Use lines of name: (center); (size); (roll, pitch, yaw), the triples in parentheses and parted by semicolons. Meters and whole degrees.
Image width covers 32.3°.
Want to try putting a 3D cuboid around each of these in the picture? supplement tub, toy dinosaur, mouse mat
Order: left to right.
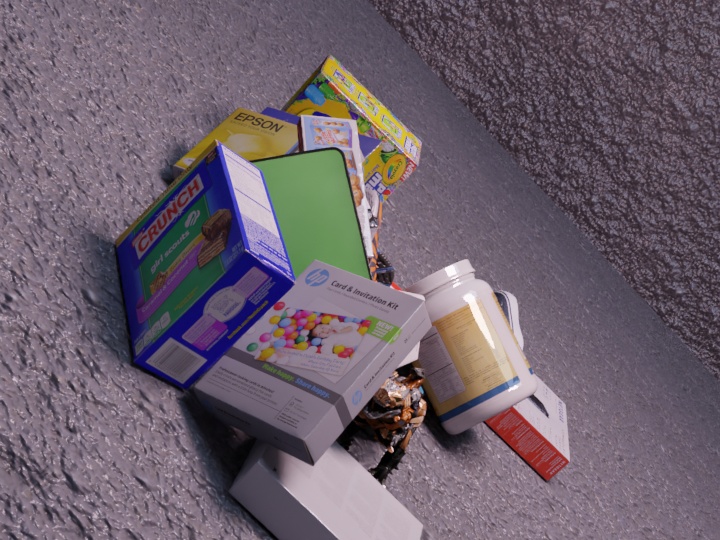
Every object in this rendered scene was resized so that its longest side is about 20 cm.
mouse mat: (-0.076, -0.038, 1.369); (0.008, 0.158, 0.203); (97, -18, -65)
toy dinosaur: (0.034, 0.167, 1.365); (0.102, 0.136, 0.200); (40, 1, 36)
supplement tub: (0.137, 0.103, 1.678); (0.202, 0.143, 0.144); (64, 21, 7)

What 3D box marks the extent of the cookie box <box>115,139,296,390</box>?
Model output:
cookie box: (-0.165, -0.010, 1.279); (0.075, 0.171, 0.201); (35, 21, -35)

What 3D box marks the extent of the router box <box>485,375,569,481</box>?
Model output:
router box: (0.241, 0.203, 1.905); (0.179, 0.049, 0.200); (43, 19, -9)

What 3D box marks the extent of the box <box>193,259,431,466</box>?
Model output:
box: (-0.046, 0.086, 1.240); (0.154, 0.200, 0.042); (20, -38, 37)

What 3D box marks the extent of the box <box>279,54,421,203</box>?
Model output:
box: (-0.046, -0.164, 1.799); (0.192, 0.200, 0.122); (41, 19, -10)

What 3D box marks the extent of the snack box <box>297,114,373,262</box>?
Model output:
snack box: (-0.031, -0.095, 1.439); (0.071, 0.024, 0.203); (3, 55, -15)

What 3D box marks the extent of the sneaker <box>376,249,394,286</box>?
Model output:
sneaker: (-0.036, -0.046, 1.708); (0.201, 0.076, 0.077); (53, -8, -24)

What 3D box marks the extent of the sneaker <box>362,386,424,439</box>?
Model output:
sneaker: (-0.003, 0.144, 1.450); (0.199, 0.082, 0.074); (15, 37, -55)

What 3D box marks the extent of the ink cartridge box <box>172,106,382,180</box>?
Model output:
ink cartridge box: (-0.104, -0.149, 1.592); (0.195, 0.200, 0.047); (19, -39, 28)

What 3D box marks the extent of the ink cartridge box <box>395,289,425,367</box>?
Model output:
ink cartridge box: (-0.025, 0.067, 1.457); (0.142, 0.086, 0.199); (10, 8, 21)

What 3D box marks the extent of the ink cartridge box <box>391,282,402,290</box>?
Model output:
ink cartridge box: (0.081, 0.067, 1.840); (0.162, 0.050, 0.201); (41, 22, -16)

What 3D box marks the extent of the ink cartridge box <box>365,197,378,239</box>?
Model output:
ink cartridge box: (-0.086, -0.063, 1.441); (0.197, 0.044, 0.095); (-9, 60, -26)

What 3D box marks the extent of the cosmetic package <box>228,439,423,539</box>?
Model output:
cosmetic package: (-0.029, 0.240, 1.245); (0.200, 0.052, 0.151); (45, 17, -5)

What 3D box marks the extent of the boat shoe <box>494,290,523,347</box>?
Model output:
boat shoe: (0.191, 0.076, 1.904); (0.090, 0.072, 0.201); (20, 22, -10)

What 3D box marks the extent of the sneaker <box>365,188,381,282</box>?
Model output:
sneaker: (0.000, 0.000, 1.656); (0.077, 0.203, 0.112); (7, -17, 39)
